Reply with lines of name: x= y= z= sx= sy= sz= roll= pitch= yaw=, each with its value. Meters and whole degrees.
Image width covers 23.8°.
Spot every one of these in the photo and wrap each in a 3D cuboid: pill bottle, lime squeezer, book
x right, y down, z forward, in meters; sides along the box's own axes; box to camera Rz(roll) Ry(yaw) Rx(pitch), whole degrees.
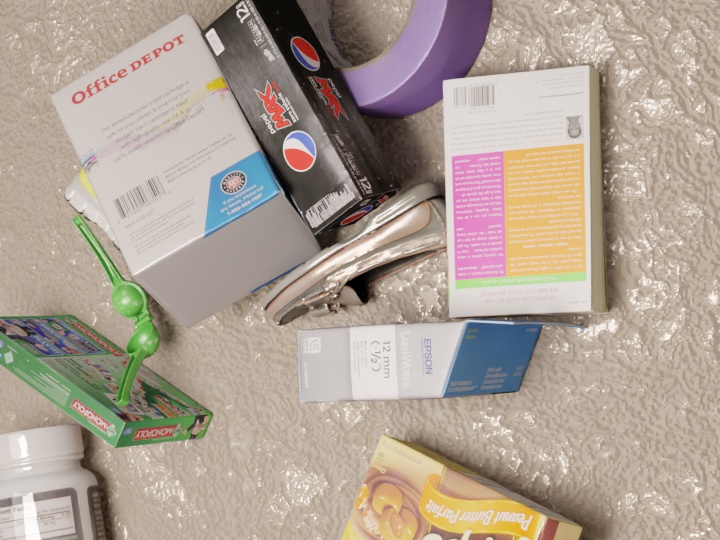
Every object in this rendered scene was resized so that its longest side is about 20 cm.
pill bottle: x=-0.303 y=0.254 z=1.646 sx=0.113 sy=0.113 sz=0.202 roll=-14 pitch=81 yaw=30
lime squeezer: x=-0.224 y=0.042 z=1.597 sx=0.038 sy=0.070 sz=0.202 roll=-42 pitch=55 yaw=40
book: x=0.134 y=-0.063 z=1.425 sx=0.132 sy=0.048 sz=0.203 roll=-2 pitch=85 yaw=24

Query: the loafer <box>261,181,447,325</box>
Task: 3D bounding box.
loafer: x=0.000 y=0.000 z=1.501 sx=0.199 sy=0.072 sz=0.063 roll=-36 pitch=80 yaw=22

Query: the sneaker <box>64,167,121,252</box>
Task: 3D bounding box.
sneaker: x=-0.197 y=-0.061 z=1.613 sx=0.199 sy=0.078 sz=0.091 roll=36 pitch=104 yaw=27

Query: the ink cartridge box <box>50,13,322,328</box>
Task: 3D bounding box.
ink cartridge box: x=-0.150 y=-0.086 z=1.500 sx=0.146 sy=0.145 sz=0.201 roll=-28 pitch=66 yaw=3

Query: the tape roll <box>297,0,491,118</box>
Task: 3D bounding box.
tape roll: x=0.009 y=-0.237 z=1.491 sx=0.198 sy=0.085 sz=0.203 roll=-1 pitch=87 yaw=30

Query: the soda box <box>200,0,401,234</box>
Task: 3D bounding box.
soda box: x=-0.050 y=-0.134 z=1.434 sx=0.063 sy=0.071 sz=0.201 roll=-34 pitch=81 yaw=32

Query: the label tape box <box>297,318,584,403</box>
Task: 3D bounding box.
label tape box: x=0.068 y=0.075 z=1.411 sx=0.198 sy=0.143 sz=0.067 roll=-2 pitch=87 yaw=31

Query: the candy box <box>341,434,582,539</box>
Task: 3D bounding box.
candy box: x=0.077 y=0.225 z=1.416 sx=0.199 sy=0.055 sz=0.117 roll=22 pitch=91 yaw=45

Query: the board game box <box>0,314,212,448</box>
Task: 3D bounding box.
board game box: x=-0.253 y=0.101 z=1.608 sx=0.199 sy=0.134 sz=0.029 roll=31 pitch=104 yaw=28
